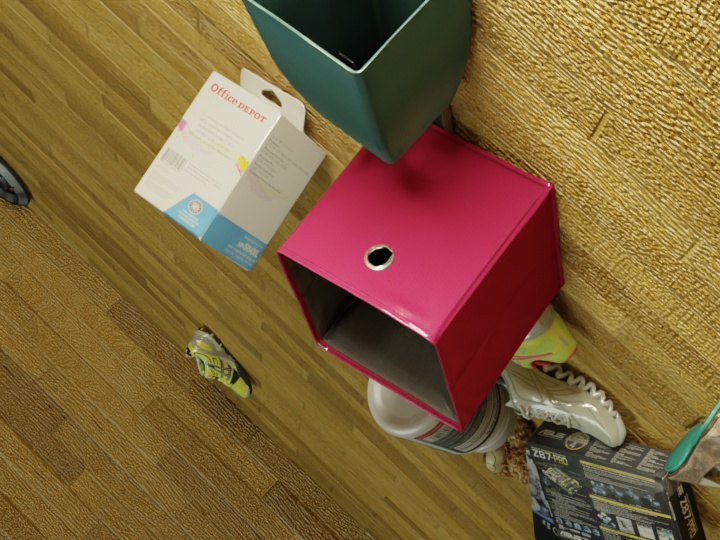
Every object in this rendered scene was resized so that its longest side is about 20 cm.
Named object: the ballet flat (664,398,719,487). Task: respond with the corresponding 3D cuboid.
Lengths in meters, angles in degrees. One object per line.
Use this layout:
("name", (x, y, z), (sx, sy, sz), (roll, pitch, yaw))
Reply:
("ballet flat", (0.358, 0.185, 1.439), (0.067, 0.068, 0.200), (34, 164, 10))

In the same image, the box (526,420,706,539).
("box", (0.303, 0.270, 1.694), (0.199, 0.049, 0.162), (9, 133, 45))

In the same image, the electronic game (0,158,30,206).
("electronic game", (-0.916, -0.241, 3.639), (0.199, 0.042, 0.201), (34, 156, 17))

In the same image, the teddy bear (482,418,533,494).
("teddy bear", (0.236, 0.270, 1.949), (0.199, 0.067, 0.146), (34, 159, 32))

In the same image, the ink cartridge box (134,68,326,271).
("ink cartridge box", (-0.147, -0.129, 1.724), (0.128, 0.201, 0.125), (34, 179, 32))

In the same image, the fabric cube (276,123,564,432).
("fabric cube", (0.067, -0.002, 1.424), (0.195, 0.200, 0.201), (30, 160, 26))

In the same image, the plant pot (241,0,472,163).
("plant pot", (0.008, -0.195, 1.241), (0.141, 0.141, 0.200), (37, 165, 24))

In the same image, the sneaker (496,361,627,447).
("sneaker", (0.220, 0.148, 1.667), (0.199, 0.081, 0.075), (37, 161, 23))

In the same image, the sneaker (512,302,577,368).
("sneaker", (0.175, 0.076, 1.609), (0.090, 0.078, 0.200), (40, 169, -15))

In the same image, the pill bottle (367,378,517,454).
("pill bottle", (0.104, 0.160, 1.738), (0.115, 0.117, 0.199), (33, -175, 36))

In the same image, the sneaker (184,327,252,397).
("sneaker", (-0.321, 0.219, 3.215), (0.200, 0.076, 0.075), (51, 161, -22))

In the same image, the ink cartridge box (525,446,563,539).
("ink cartridge box", (0.306, 0.320, 1.830), (0.199, 0.043, 0.199), (24, 143, 32))

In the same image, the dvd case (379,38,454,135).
("dvd case", (0.035, -0.175, 1.441), (0.148, 0.016, 0.201), (36, 162, 27))
